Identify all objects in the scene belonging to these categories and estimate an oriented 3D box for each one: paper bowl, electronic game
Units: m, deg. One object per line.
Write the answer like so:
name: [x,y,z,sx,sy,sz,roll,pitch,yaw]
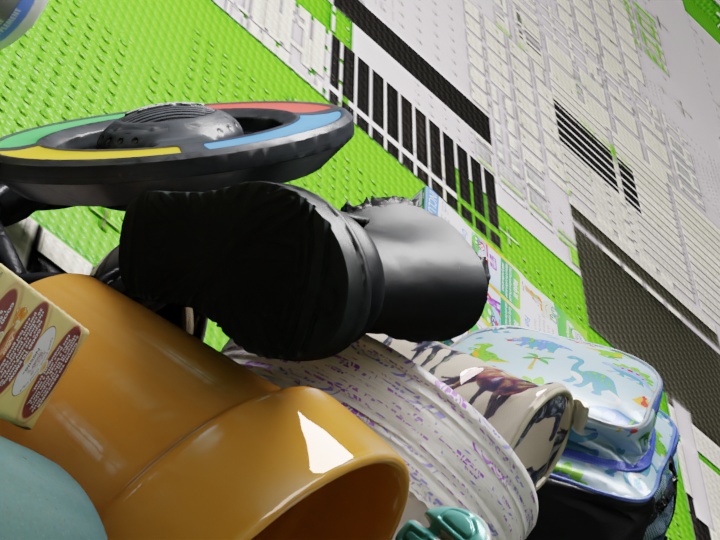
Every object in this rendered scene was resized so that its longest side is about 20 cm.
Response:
paper bowl: [-0.011,0.122,1.055,0.201,0.201,0.104,43,64,-14]
electronic game: [-0.102,-0.069,1.032,0.200,0.200,0.042,-35,121,-66]

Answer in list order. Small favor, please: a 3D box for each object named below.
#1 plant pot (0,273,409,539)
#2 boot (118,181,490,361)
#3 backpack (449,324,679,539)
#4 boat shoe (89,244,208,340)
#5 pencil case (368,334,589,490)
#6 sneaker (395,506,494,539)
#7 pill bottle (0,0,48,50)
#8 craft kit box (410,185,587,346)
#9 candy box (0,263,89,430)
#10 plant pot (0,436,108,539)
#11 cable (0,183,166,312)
plant pot: [-0.110,0.106,0.904,0.183,0.200,0.200,41,20,21]
boot: [0.000,0.000,0.919,0.168,0.077,0.200,4,4,-35]
backpack: [0.123,0.120,1.262,0.183,0.147,0.200,14,13,13]
boat shoe: [-0.119,0.035,1.108,0.074,0.073,0.200,39,26,-23]
pencil case: [0.033,0.074,1.147,0.200,0.078,0.089,20,49,31]
sneaker: [0.033,0.220,0.938,0.091,0.200,0.078,29,-2,-42]
pill bottle: [-0.284,-0.205,1.124,0.200,0.114,0.114,16,40,-51]
craft kit box: [0.104,0.052,1.513,0.197,0.049,0.200,39,26,-17]
candy box: [-0.188,0.000,0.742,0.115,0.055,0.200,29,-9,12]
plant pot: [-0.206,0.117,0.711,0.196,0.200,0.200,28,31,-55]
cable: [-0.159,-0.023,1.057,0.163,0.051,0.200,7,25,0]
